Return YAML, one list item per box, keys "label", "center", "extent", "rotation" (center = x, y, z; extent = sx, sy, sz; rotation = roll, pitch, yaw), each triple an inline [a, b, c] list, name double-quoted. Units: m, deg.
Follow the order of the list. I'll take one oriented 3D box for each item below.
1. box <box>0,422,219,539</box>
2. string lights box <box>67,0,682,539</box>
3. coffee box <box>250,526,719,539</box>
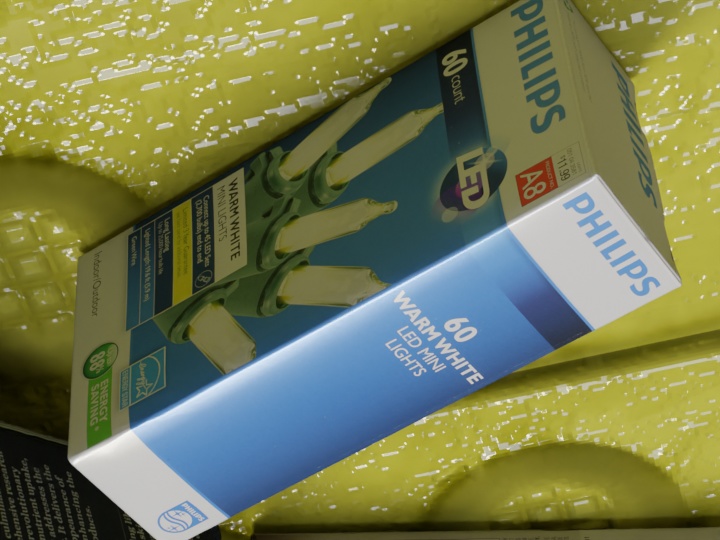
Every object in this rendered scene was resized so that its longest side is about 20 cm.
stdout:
- label: "box"
  center: [-0.175, 0.152, 0.821]
  extent: [0.200, 0.124, 0.196]
  rotation: [-35, 145, 25]
- label: "string lights box"
  center: [0.000, 0.000, 0.758]
  extent: [0.200, 0.103, 0.059]
  rotation: [-29, 128, 19]
- label: "coffee box"
  center: [0.052, 0.170, 0.934]
  extent: [0.199, 0.080, 0.113]
  rotation: [-1, 134, -4]
